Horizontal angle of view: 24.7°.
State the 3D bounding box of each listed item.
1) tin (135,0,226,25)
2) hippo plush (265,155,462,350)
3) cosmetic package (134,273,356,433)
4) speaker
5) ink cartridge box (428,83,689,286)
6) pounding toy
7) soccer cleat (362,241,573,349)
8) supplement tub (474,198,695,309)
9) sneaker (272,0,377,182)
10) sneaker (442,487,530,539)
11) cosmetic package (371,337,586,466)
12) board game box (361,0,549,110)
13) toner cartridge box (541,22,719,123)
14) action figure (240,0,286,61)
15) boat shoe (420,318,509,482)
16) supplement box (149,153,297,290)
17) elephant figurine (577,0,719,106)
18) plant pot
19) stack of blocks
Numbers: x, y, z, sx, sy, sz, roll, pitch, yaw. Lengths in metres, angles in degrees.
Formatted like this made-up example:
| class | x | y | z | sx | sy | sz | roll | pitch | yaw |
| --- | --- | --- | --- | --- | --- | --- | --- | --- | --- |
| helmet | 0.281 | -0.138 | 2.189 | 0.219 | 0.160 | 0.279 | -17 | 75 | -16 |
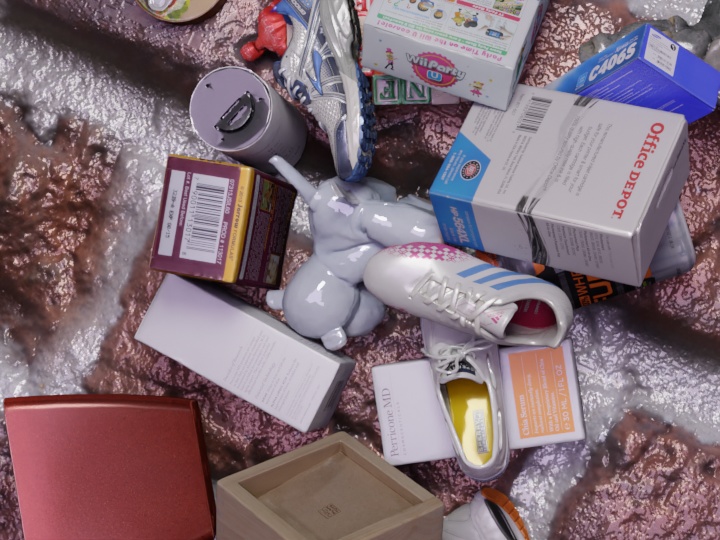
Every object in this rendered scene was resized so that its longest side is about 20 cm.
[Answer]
| class | x | y | z | sx | sy | sz | roll | pitch | yaw |
| --- | --- | --- | --- | --- | --- | --- | --- | --- | --- |
| tin | -0.161 | -0.348 | 1.703 | 0.112 | 0.042 | 0.201 | 33 | 93 | 12 |
| hippo plush | 0.000 | 0.000 | 1.599 | 0.159 | 0.200 | 0.162 | 26 | 100 | 30 |
| cosmetic package | -0.113 | 0.079 | 1.644 | 0.199 | 0.113 | 0.082 | 27 | 92 | 10 |
| speaker | -0.106 | -0.143 | 1.604 | 0.080 | 0.200 | 0.082 | 0 | 88 | 8 |
| ink cartridge box | 0.184 | -0.082 | 1.501 | 0.199 | 0.085 | 0.147 | 15 | 59 | 24 |
| pounding toy | -0.006 | 0.269 | 1.571 | 0.184 | 0.199 | 0.143 | 31 | 128 | 43 |
| soccer cleat | 0.100 | 0.024 | 1.505 | 0.198 | 0.086 | 0.070 | 11 | 112 | -1 |
| supplement tub | 0.214 | -0.029 | 1.592 | 0.199 | 0.123 | 0.123 | -19 | 85 | 8 |
| sneaker | -0.036 | -0.175 | 1.554 | 0.084 | 0.077 | 0.202 | -11 | 75 | 10 |
| sneaker | 0.143 | 0.319 | 1.625 | 0.092 | 0.076 | 0.201 | -31 | 83 | 23 |
| cosmetic package | 0.118 | 0.129 | 1.626 | 0.198 | 0.071 | 0.102 | -10 | 87 | 9 |
| board game box | 0.101 | -0.262 | 1.548 | 0.146 | 0.064 | 0.201 | 18 | 57 | 8 |
| toner cartridge box | 0.238 | -0.156 | 1.548 | 0.095 | 0.200 | 0.043 | 31 | 61 | -20 |
| action figure | -0.034 | -0.267 | 1.674 | 0.199 | 0.052 | 0.066 | -29 | 80 | 0 |
| boat shoe | 0.095 | 0.095 | 1.548 | 0.074 | 0.086 | 0.204 | -10 | 74 | 7 |
| supplement box | -0.130 | -0.044 | 1.604 | 0.085 | 0.200 | 0.111 | 10 | 89 | 10 |
| elephant figurine | 0.334 | -0.209 | 1.579 | 0.200 | 0.142 | 0.155 | -46 | 67 | -1 |
| plant pot | -0.237 | 0.211 | 1.625 | 0.175 | 0.200 | 0.202 | -9 | 86 | -3 |
| stack of blocks | 0.025 | -0.224 | 1.628 | 0.198 | 0.059 | 0.116 | -2 | 100 | -4 |
